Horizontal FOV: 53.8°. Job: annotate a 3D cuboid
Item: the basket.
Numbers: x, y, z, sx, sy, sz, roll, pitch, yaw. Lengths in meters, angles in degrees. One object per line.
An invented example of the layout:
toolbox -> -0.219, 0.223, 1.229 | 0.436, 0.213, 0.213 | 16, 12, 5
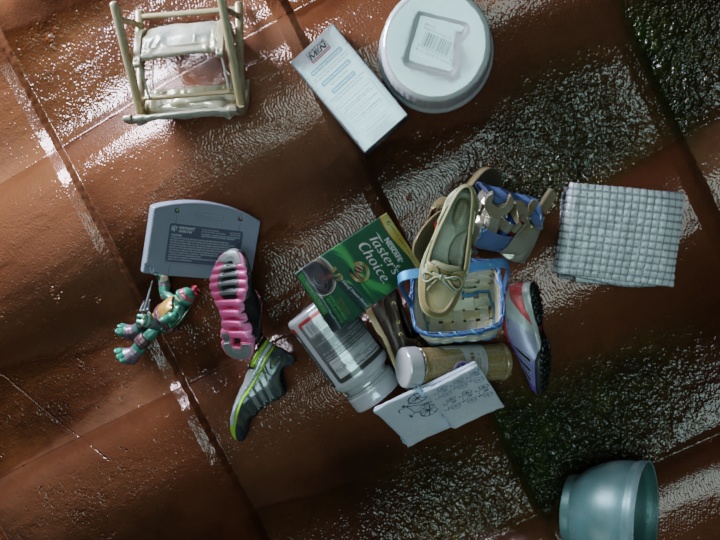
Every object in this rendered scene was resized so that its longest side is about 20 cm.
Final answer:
basket -> 0.155, 0.042, 1.175 | 0.175, 0.200, 0.140 | -5, 66, 6

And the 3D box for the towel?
towel -> 0.428, -0.060, 1.195 | 0.198, 0.086, 0.167 | 5, 99, 4

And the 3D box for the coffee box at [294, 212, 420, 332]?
coffee box -> 0.000, 0.000, 1.213 | 0.199, 0.044, 0.123 | -33, 89, -27

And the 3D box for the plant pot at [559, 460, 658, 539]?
plant pot -> 0.421, 0.418, 1.213 | 0.133, 0.200, 0.202 | 0, 98, 33

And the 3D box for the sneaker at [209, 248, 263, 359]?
sneaker -> -0.211, 0.053, 1.269 | 0.078, 0.095, 0.202 | 6, 109, 22

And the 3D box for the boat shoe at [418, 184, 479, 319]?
boat shoe -> 0.132, -0.027, 1.055 | 0.073, 0.063, 0.202 | 19, 88, 8

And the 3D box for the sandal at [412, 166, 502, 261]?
sandal -> 0.155, -0.098, 1.233 | 0.212, 0.070, 0.078 | -46, 117, -10

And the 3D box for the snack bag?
snack bag -> 0.137, 0.238, 1.227 | 0.199, 0.189, 0.022 | -25, 52, 9

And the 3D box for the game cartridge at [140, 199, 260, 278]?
game cartridge -> -0.276, -0.054, 1.241 | 0.199, 0.041, 0.134 | 6, 103, -35

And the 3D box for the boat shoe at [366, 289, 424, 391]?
boat shoe -> 0.078, 0.129, 1.260 | 0.070, 0.070, 0.201 | -26, 94, 10

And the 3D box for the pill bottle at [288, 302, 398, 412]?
pill bottle -> -0.026, 0.141, 1.251 | 0.114, 0.114, 0.201 | -36, 92, 9

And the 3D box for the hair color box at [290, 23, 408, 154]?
hair color box -> -0.017, -0.310, 1.221 | 0.099, 0.061, 0.200 | -40, 92, 9

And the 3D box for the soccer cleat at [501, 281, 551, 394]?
soccer cleat -> 0.288, 0.119, 1.248 | 0.073, 0.068, 0.202 | -6, 101, 31

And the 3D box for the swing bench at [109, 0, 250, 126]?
swing bench -> -0.300, -0.356, 1.215 | 0.197, 0.130, 0.202 | -3, 102, 6

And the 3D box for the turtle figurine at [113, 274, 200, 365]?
turtle figurine -> -0.363, 0.075, 1.278 | 0.101, 0.150, 0.200 | 40, 108, -18

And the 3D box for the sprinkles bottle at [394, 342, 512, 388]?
sprinkles bottle -> 0.161, 0.161, 1.218 | 0.198, 0.068, 0.069 | -1, 98, -21

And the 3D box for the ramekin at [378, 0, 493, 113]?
ramekin -> 0.125, -0.368, 1.180 | 0.198, 0.098, 0.202 | 1, 97, 6

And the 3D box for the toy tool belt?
toy tool belt -> 0.223, -0.098, 1.148 | 0.199, 0.125, 0.123 | 9, 124, -34

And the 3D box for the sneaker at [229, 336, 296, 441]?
sneaker -> -0.182, 0.227, 1.302 | 0.080, 0.074, 0.201 | 22, 101, 0
